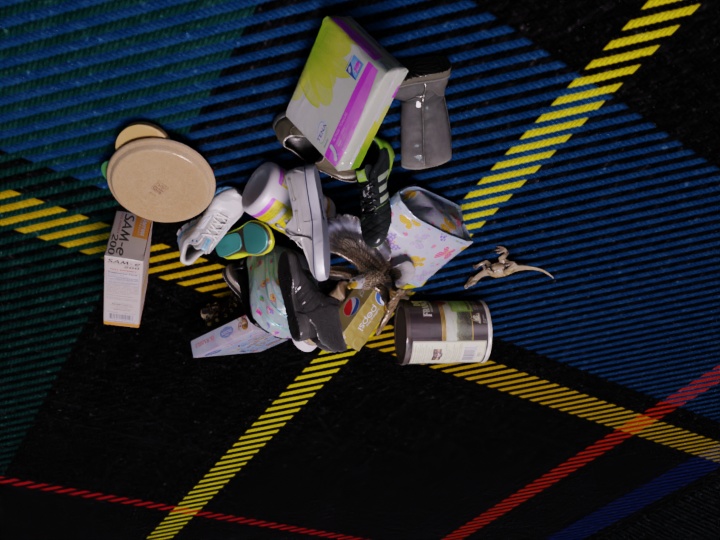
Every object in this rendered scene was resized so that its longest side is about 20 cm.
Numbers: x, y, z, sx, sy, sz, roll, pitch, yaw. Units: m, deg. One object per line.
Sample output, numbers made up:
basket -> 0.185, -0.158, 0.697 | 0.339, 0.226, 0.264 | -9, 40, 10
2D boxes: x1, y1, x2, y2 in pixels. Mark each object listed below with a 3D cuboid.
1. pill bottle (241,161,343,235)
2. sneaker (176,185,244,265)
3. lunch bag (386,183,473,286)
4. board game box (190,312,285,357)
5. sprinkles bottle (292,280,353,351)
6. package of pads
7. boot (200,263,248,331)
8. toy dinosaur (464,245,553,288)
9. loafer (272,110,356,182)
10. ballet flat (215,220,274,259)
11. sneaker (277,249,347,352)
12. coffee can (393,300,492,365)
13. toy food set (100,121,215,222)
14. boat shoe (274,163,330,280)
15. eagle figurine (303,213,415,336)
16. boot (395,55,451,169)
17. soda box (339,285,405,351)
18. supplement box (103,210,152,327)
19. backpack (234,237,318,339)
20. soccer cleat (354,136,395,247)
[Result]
pill bottle -> -0.118, -0.113, 1.269 | 0.199, 0.105, 0.104 | 30, 125, -33
sneaker -> -0.286, -0.079, 1.296 | 0.075, 0.087, 0.200 | 29, 125, -31
lunch bag -> 0.090, -0.077, 1.325 | 0.199, 0.128, 0.170 | 16, 135, -36
board game box -> -0.231, 0.139, 1.468 | 0.199, 0.042, 0.199 | -25, 164, 34
sprinkles bottle -> -0.079, 0.106, 1.533 | 0.068, 0.069, 0.200 | 23, 129, -29
package of pads -> -0.030, -0.282, 1.071 | 0.068, 0.155, 0.201 | -22, 153, -44
boot -> -0.283, 0.073, 1.469 | 0.149, 0.074, 0.200 | -22, 144, 14
toy dinosaur -> 0.323, -0.008, 1.493 | 0.198, 0.059, 0.101 | -9, 153, 13
loafer -> -0.072, -0.206, 1.202 | 0.199, 0.070, 0.075 | 24, 129, -30
ballet flat -> -0.208, -0.060, 1.301 | 0.067, 0.068, 0.199 | -9, 180, -41
sneaker -> -0.087, 0.058, 1.244 | 0.103, 0.202, 0.060 | -8, 177, -34
coffee can -> 0.187, 0.143, 1.553 | 0.198, 0.147, 0.147 | 0, 137, -9
toy food set -> -0.365, -0.165, 1.221 | 0.199, 0.049, 0.198 | 21, 130, -28
boat shoe -> -0.105, -0.080, 1.172 | 0.085, 0.204, 0.075 | -8, -179, 8
eagle figurine -> -0.002, 0.000, 1.259 | 0.152, 0.200, 0.151 | -50, 165, -2
boot -> 0.078, -0.266, 1.172 | 0.180, 0.073, 0.201 | -3, 144, -2
soda box -> 0.018, 0.067, 1.439 | 0.068, 0.064, 0.201 | 36, 89, -38
supplement box -> -0.460, 0.000, 1.326 | 0.073, 0.127, 0.201 | 8, 134, -14
backpack -> -0.159, 0.034, 1.348 | 0.166, 0.201, 0.127 | 21, 128, -27
soccer cleat -> 0.019, -0.143, 1.200 | 0.067, 0.202, 0.081 | -4, 165, 36
